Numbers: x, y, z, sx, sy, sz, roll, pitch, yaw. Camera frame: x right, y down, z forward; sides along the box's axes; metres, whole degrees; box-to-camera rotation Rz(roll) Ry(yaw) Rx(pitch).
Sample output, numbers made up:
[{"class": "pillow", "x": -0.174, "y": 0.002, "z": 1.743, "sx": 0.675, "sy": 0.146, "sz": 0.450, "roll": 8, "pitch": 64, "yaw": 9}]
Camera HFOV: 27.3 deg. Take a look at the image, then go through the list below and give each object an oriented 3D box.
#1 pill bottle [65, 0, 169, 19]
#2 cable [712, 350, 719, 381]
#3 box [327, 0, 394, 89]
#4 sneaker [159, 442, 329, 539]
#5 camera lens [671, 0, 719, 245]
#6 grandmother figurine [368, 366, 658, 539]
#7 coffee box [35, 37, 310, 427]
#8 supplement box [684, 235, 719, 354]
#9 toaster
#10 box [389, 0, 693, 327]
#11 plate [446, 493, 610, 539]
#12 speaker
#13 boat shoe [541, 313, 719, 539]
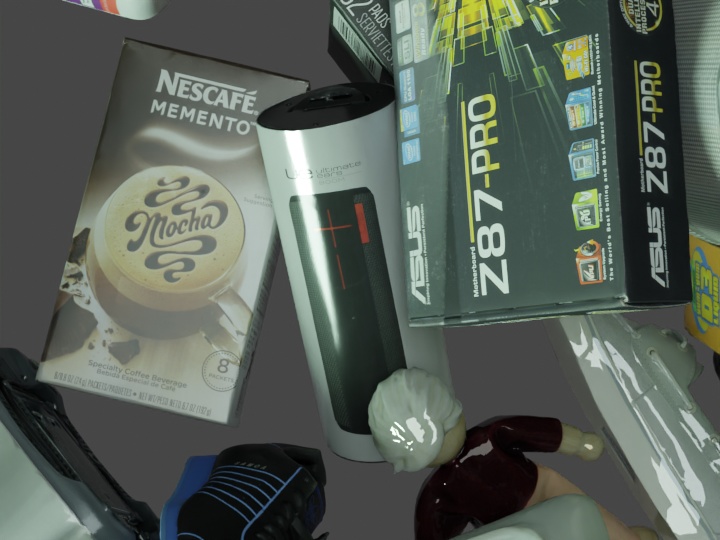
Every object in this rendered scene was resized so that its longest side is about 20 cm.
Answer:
[{"class": "pill bottle", "x": -0.201, "y": -0.223, "z": 0.865, "sx": 0.199, "sy": 0.112, "sz": 0.113, "roll": 15, "pitch": 83, "yaw": 1}, {"class": "cable", "x": 0.274, "y": 0.114, "z": 0.830, "sx": 0.097, "sy": 0.050, "sz": 0.201, "roll": -21, "pitch": 82, "yaw": -1}, {"class": "box", "x": 0.101, "y": -0.147, "z": 0.854, "sx": 0.200, "sy": 0.124, "sz": 0.149, "roll": -38, "pitch": 87, "yaw": -5}, {"class": "sneaker", "x": -0.057, "y": 0.139, "z": 0.784, "sx": 0.078, "sy": 0.200, "sz": 0.070, "roll": -12, "pitch": 106, "yaw": 3}, {"class": "camera lens", "x": 0.213, "y": -0.084, "z": 0.702, "sx": 0.159, "sy": 0.200, "sz": 0.161, "roll": -2, "pitch": 97, "yaw": -13}, {"class": "grandmother figurine", "x": 0.077, "y": 0.125, "z": 0.816, "sx": 0.200, "sy": 0.061, "sz": 0.121, "roll": 43, "pitch": 85, "yaw": -26}, {"class": "coffee box", "x": -0.103, "y": -0.020, "z": 0.859, "sx": 0.113, "sy": 0.080, "sz": 0.201, "roll": 13, "pitch": 84, "yaw": 1}, {"class": "supplement box", "x": 0.284, "y": 0.002, "z": 0.821, "sx": 0.199, "sy": 0.069, "sz": 0.067, "roll": -6, "pitch": 105, "yaw": -5}, {"class": "toaster", "x": -0.199, "y": 0.140, "z": 0.815, "sx": 0.129, "sy": 0.114, "sz": 0.200, "roll": -43, "pitch": 72, "yaw": -1}, {"class": "box", "x": 0.081, "y": -0.076, "z": 0.709, "sx": 0.049, "sy": 0.161, "sz": 0.201, "roll": 0, "pitch": 86, "yaw": -33}, {"class": "plate", "x": 0.039, "y": 0.201, "z": 0.705, "sx": 0.199, "sy": 0.200, "sz": 0.032, "roll": -21, "pitch": 127, "yaw": 6}, {"class": "speaker", "x": 0.000, "y": 0.000, "z": 0.818, "sx": 0.081, "sy": 0.081, "sz": 0.201, "roll": -12, "pitch": 112, "yaw": -2}, {"class": "boat shoe", "x": 0.166, "y": 0.070, "z": 0.849, "sx": 0.068, "sy": 0.072, "sz": 0.200, "roll": -28, "pitch": 73, "yaw": -4}]
